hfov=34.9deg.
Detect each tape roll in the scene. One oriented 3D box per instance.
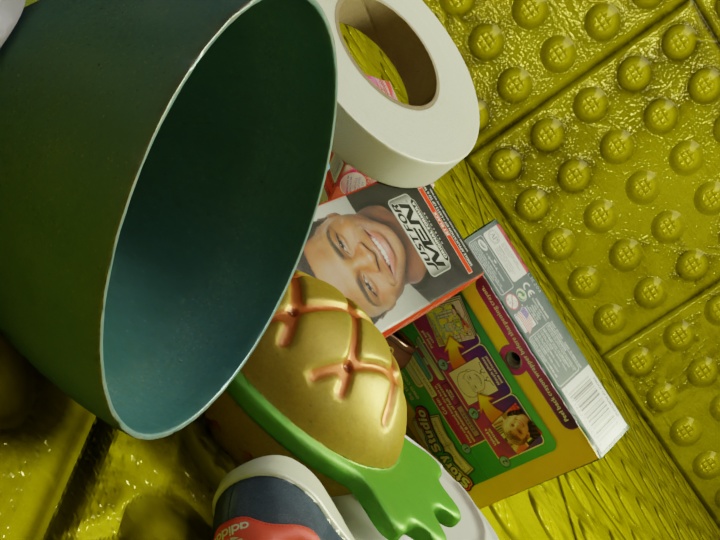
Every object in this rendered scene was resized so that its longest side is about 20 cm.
[{"bbox_3d":[0.010,-0.158,0.877,0.201,0.037,0.205,28,44,-31],"label":"tape roll"}]

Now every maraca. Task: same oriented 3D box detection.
[{"bbox_3d":[-0.021,0.077,0.640,0.200,0.107,0.137,44,19,6],"label":"maraca"}]

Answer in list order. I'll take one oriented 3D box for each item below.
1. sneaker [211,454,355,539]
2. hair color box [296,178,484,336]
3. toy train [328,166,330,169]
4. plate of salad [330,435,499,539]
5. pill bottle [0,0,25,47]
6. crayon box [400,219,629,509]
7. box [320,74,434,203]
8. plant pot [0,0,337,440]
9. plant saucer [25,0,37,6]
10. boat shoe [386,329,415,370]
[{"bbox_3d":[-0.006,0.187,0.564,0.200,0.075,0.085,46,22,-19],"label":"sneaker"},{"bbox_3d":[0.000,0.000,0.823,0.199,0.061,0.102,-27,84,-52],"label":"hair color box"},{"bbox_3d":[-0.089,-0.061,0.734,0.088,0.113,0.200,61,12,-5],"label":"toy train"},{"bbox_3d":[0.012,0.149,0.737,0.198,0.048,0.200,33,13,-9],"label":"plate of salad"},{"bbox_3d":[-0.227,-0.147,0.421,0.200,0.115,0.117,47,15,-34],"label":"pill bottle"},{"bbox_3d":[0.100,0.087,0.963,0.058,0.172,0.202,-30,87,-43],"label":"crayon box"},{"bbox_3d":[-0.010,-0.106,1.114,0.093,0.104,0.201,13,32,-22],"label":"box"},{"bbox_3d":[-0.112,-0.045,0.514,0.133,0.203,0.200,21,4,16],"label":"plant pot"},{"bbox_3d":[-0.141,-0.164,0.613,0.200,0.201,0.031,47,-11,-36],"label":"plant saucer"},{"bbox_3d":[-0.030,0.007,0.897,0.201,0.067,0.072,54,13,-13],"label":"boat shoe"}]
